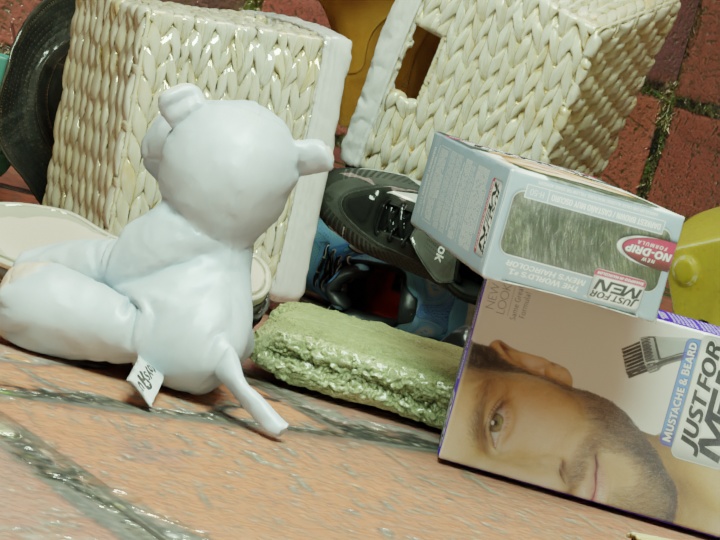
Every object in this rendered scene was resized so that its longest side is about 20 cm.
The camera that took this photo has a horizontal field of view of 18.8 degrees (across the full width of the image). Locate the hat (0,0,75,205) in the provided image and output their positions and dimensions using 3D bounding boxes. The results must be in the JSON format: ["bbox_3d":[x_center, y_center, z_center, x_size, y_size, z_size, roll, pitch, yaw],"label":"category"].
[{"bbox_3d":[-0.191,-0.127,1.724,0.081,0.202,0.200,13,3,41],"label":"hat"}]

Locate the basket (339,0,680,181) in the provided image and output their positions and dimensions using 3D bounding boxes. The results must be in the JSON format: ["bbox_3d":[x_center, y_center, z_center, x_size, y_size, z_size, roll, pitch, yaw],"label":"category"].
[{"bbox_3d":[0.118,-0.151,1.670,0.160,0.199,0.200,30,25,17],"label":"basket"}]

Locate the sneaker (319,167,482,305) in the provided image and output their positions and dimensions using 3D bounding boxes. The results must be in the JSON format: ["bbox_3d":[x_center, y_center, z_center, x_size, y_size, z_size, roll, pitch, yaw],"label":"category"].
[{"bbox_3d":[0.056,-0.023,1.563,0.199,0.067,0.090,28,-1,5],"label":"sneaker"}]

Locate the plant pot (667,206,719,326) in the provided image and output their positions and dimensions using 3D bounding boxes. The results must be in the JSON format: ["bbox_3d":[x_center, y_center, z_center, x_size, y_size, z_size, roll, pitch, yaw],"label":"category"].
[{"bbox_3d":[0.314,0.031,1.459,0.195,0.196,0.199,-13,-8,42],"label":"plant pot"}]

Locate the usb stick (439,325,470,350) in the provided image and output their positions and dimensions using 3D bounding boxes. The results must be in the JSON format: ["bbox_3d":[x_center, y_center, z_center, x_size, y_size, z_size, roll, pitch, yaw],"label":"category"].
[{"bbox_3d":[0.133,0.072,1.473,0.199,0.055,0.033,12,46,-33],"label":"usb stick"}]

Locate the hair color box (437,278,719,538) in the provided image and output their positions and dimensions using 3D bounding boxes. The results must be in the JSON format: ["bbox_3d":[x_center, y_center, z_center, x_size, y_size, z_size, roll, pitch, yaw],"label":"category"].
[{"bbox_3d":[0.151,0.076,1.208,0.199,0.110,0.065,15,6,3],"label":"hair color box"}]

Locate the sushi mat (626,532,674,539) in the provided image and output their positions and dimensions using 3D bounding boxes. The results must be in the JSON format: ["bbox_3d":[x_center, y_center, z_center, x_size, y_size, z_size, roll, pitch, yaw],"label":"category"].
[{"bbox_3d":[0.236,0.162,1.104,0.199,0.012,0.096,12,7,-31],"label":"sushi mat"}]

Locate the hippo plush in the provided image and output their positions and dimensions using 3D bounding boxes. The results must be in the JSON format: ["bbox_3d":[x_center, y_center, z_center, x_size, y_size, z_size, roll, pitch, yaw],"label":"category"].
[{"bbox_3d":[-0.109,-0.024,1.194,0.158,0.162,0.200,14,6,-12],"label":"hippo plush"}]

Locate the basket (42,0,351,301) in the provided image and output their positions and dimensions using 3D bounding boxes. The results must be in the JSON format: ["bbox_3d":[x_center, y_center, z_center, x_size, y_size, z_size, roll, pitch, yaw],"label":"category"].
[{"bbox_3d":[-0.127,-0.096,1.597,0.160,0.201,0.198,7,9,-24],"label":"basket"}]

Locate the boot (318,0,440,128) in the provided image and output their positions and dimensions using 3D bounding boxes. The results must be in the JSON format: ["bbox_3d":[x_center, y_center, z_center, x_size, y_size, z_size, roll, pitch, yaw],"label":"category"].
[{"bbox_3d":[-0.001,-0.180,1.707,0.200,0.145,0.071,-5,28,-43],"label":"boot"}]

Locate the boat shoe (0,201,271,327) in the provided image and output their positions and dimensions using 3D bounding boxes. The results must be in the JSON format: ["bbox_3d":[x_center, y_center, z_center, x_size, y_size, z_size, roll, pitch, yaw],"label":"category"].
[{"bbox_3d":[-0.155,0.009,1.352,0.199,0.057,0.067,11,43,-10],"label":"boat shoe"}]

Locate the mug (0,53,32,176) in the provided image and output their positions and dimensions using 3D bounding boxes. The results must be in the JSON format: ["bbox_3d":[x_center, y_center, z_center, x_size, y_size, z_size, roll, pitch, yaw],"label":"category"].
[{"bbox_3d":[-0.330,-0.124,1.738,0.184,0.115,0.152,12,5,-33],"label":"mug"}]

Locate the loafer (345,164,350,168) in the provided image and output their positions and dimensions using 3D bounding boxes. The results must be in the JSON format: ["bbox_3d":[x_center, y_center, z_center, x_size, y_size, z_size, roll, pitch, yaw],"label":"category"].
[{"bbox_3d":[0.052,-0.044,1.723,0.068,0.071,0.200,7,22,-39],"label":"loafer"}]

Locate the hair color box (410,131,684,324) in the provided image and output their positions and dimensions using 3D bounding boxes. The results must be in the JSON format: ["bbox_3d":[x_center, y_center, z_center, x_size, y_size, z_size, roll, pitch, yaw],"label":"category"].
[{"bbox_3d":[0.098,-0.028,1.202,0.098,0.061,0.200,14,7,-12],"label":"hair color box"}]

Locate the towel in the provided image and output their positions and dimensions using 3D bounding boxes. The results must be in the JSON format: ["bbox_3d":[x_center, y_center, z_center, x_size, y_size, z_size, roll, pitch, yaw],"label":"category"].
[{"bbox_3d":[0.031,0.066,1.336,0.199,0.037,0.148,17,7,3],"label":"towel"}]

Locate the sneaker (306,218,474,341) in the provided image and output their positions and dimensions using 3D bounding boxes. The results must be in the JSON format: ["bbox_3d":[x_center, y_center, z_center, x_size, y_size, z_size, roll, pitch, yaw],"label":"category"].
[{"bbox_3d":[0.000,0.000,1.663,0.090,0.079,0.199,1,12,-43],"label":"sneaker"}]
